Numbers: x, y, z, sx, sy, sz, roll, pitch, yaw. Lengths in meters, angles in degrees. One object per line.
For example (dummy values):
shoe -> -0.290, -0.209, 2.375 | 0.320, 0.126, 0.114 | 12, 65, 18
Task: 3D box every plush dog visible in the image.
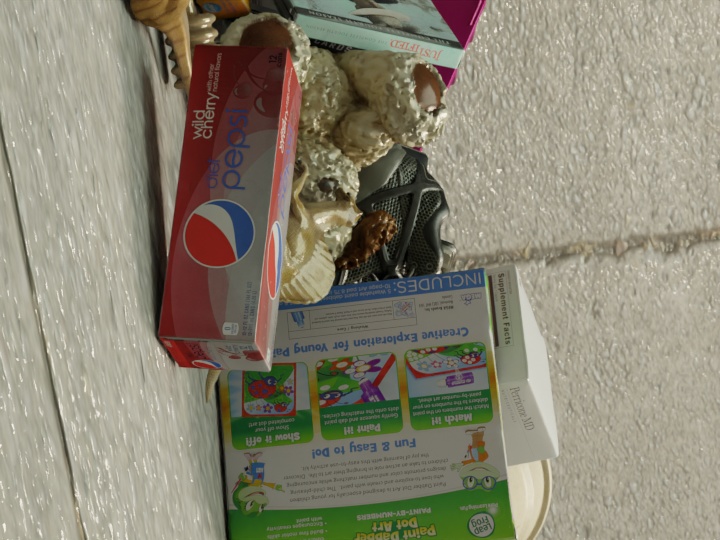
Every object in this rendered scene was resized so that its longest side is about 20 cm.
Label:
plush dog -> -0.052, -0.083, 1.566 | 0.160, 0.200, 0.172 | -8, -106, 54

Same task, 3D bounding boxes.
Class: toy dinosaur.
toy dinosaur -> -0.125, -0.177, 1.345 | 0.200, 0.060, 0.106 | 57, 54, -72
toy dinosaur -> -0.064, -0.011, 1.448 | 0.101, 0.058, 0.200 | 47, 58, -13

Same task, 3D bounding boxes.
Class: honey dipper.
honey dipper -> -0.126, -0.224, 1.422 | 0.038, 0.038, 0.200 | -60, 140, -82

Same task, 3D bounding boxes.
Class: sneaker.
sneaker -> 0.000, 0.000, 1.657 | 0.199, 0.114, 0.076 | -50, 178, -16

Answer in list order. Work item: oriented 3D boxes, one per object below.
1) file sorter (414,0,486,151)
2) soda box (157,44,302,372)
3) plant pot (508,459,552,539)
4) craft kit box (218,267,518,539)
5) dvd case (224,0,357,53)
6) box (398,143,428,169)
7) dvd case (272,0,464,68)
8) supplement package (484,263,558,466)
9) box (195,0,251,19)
file sorter -> 0.013, -0.169, 1.945 | 0.125, 0.139, 0.200 | 83, 30, -77
soda box -> -0.081, -0.040, 1.335 | 0.070, 0.063, 0.200 | 71, 23, -69
plant pot -> 0.045, 0.201, 1.716 | 0.183, 0.200, 0.201 | -53, 137, -69
craft kit box -> 0.002, 0.108, 1.482 | 0.049, 0.200, 0.198 | 73, 12, -69
dvd case -> -0.053, -0.269, 1.744 | 0.025, 0.150, 0.200 | -50, -147, 46
box -> -0.006, 0.010, 1.787 | 0.159, 0.046, 0.200 | -41, -144, 54
dvd case -> -0.014, -0.226, 1.654 | 0.022, 0.146, 0.200 | -66, -151, 28
supplement package -> 0.038, 0.087, 1.589 | 0.114, 0.200, 0.110 | 64, 18, -49
box -> -0.119, -0.301, 1.592 | 0.119, 0.041, 0.200 | 55, 26, -79
